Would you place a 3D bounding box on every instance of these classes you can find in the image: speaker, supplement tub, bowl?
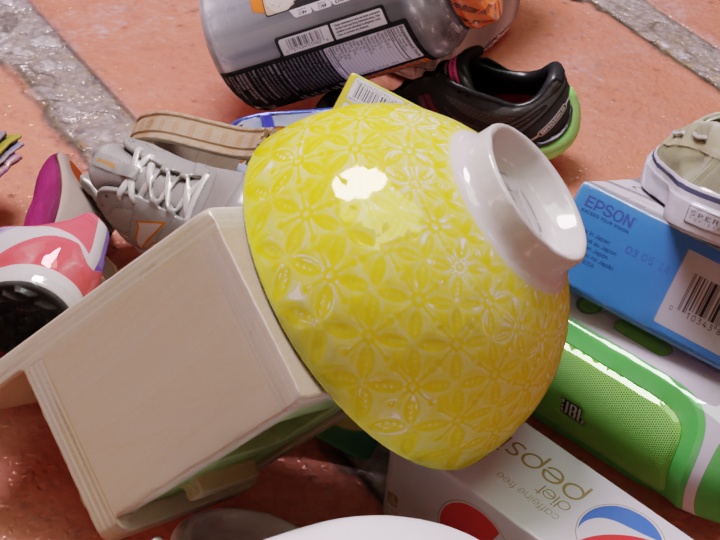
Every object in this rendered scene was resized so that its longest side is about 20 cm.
[{"bbox_3d":[0.147,0.064,0.858,0.200,0.089,0.088,32,46,30],"label":"speaker"},{"bbox_3d":[-0.006,-0.198,1.056,0.199,0.123,0.123,-14,34,21],"label":"supplement tub"},{"bbox_3d":[0.048,-0.013,0.733,0.200,0.108,0.200,39,31,-30],"label":"bowl"}]

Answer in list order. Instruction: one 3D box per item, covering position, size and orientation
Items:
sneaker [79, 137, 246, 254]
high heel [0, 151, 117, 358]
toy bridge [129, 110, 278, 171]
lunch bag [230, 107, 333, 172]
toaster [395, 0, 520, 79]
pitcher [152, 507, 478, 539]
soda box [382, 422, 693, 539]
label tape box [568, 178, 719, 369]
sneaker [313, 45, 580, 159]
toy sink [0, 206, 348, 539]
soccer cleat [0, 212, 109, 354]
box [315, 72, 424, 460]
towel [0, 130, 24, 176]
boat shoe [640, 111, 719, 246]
[{"bbox_3d":[-0.120,-0.041,0.893,0.076,0.092,0.200,-59,24,-14],"label":"sneaker"},{"bbox_3d":[-0.211,-0.011,0.944,0.096,0.067,0.200,-34,26,4],"label":"high heel"},{"bbox_3d":[-0.110,-0.079,0.949,0.200,0.067,0.027,3,67,56],"label":"toy bridge"},{"bbox_3d":[-0.019,-0.034,0.974,0.160,0.076,0.200,-4,39,-8],"label":"lunch bag"},{"bbox_3d":[0.064,-0.243,1.196,0.113,0.129,0.200,24,42,23],"label":"toaster"},{"bbox_3d":[-0.018,0.165,0.705,0.199,0.122,0.172,1,22,13],"label":"pitcher"},{"bbox_3d":[0.104,0.146,0.766,0.064,0.068,0.200,-29,50,-36],"label":"soda box"},{"bbox_3d":[0.212,0.000,0.887,0.144,0.063,0.200,29,16,21],"label":"label tape box"},{"bbox_3d":[0.062,-0.128,1.082,0.199,0.084,0.077,-2,39,6],"label":"sneaker"},{"bbox_3d":[-0.088,0.062,0.765,0.130,0.200,0.112,-6,66,-61],"label":"toy sink"},{"bbox_3d":[-0.228,0.013,0.846,0.200,0.068,0.073,-10,40,34],"label":"soccer cleat"},{"bbox_3d":[0.000,0.000,0.863,0.117,0.048,0.200,27,84,-2],"label":"box"},{"bbox_3d":[-0.328,-0.040,0.950,0.143,0.023,0.200,5,33,31],"label":"towel"},{"bbox_3d":[0.204,-0.057,0.825,0.072,0.062,0.200,23,13,1],"label":"boat shoe"}]
